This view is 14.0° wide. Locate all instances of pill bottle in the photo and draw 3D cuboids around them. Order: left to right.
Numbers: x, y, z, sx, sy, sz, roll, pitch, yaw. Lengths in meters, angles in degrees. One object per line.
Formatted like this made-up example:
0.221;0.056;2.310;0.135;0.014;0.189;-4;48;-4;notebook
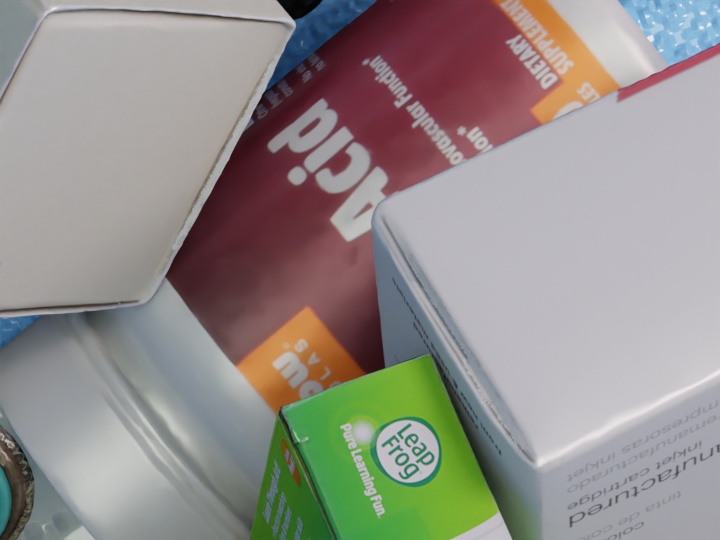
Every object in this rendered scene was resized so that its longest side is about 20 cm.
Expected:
0.000;0.000;0.827;0.200;0.114;0.114;-40;87;2;pill bottle

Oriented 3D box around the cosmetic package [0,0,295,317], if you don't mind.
-0.119;-0.090;0.780;0.200;0.087;0.103;52;125;31;cosmetic package

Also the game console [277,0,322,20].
-0.068;-0.156;0.883;0.176;0.116;0.200;-34;87;-28;game console

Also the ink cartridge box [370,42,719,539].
0.088;0.034;0.760;0.147;0.200;0.086;-27;60;-11;ink cartridge box

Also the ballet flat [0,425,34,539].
-0.176;0.080;0.843;0.200;0.075;0.068;-27;99;15;ballet flat

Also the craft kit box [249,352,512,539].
0.026;0.145;0.730;0.048;0.200;0.198;-22;73;-14;craft kit box
